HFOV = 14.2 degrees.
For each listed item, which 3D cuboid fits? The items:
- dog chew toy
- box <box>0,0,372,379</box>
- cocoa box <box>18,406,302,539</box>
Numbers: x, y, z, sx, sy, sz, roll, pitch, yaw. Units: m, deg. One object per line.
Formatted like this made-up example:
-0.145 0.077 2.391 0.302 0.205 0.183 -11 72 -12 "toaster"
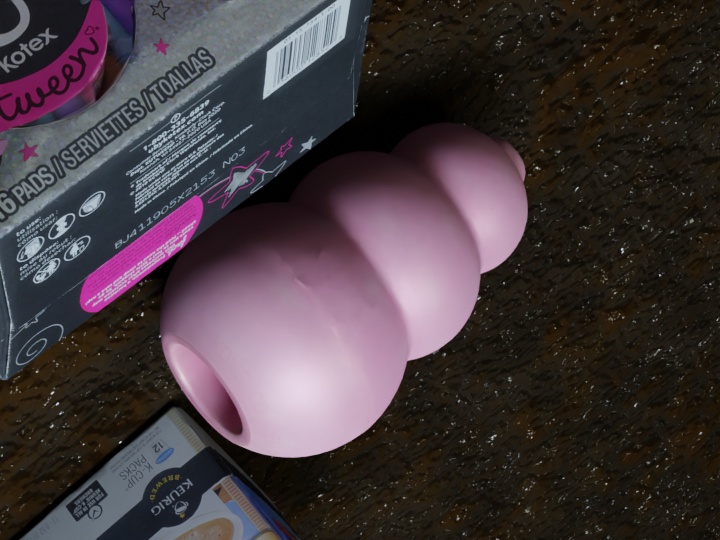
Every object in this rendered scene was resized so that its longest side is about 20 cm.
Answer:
0.000 0.000 1.402 0.200 0.124 0.125 -38 147 -21 "dog chew toy"
-0.106 -0.078 1.167 0.200 0.115 0.132 -39 162 -21 "box"
-0.112 0.199 1.489 0.200 0.131 0.133 -40 146 -3 "cocoa box"
